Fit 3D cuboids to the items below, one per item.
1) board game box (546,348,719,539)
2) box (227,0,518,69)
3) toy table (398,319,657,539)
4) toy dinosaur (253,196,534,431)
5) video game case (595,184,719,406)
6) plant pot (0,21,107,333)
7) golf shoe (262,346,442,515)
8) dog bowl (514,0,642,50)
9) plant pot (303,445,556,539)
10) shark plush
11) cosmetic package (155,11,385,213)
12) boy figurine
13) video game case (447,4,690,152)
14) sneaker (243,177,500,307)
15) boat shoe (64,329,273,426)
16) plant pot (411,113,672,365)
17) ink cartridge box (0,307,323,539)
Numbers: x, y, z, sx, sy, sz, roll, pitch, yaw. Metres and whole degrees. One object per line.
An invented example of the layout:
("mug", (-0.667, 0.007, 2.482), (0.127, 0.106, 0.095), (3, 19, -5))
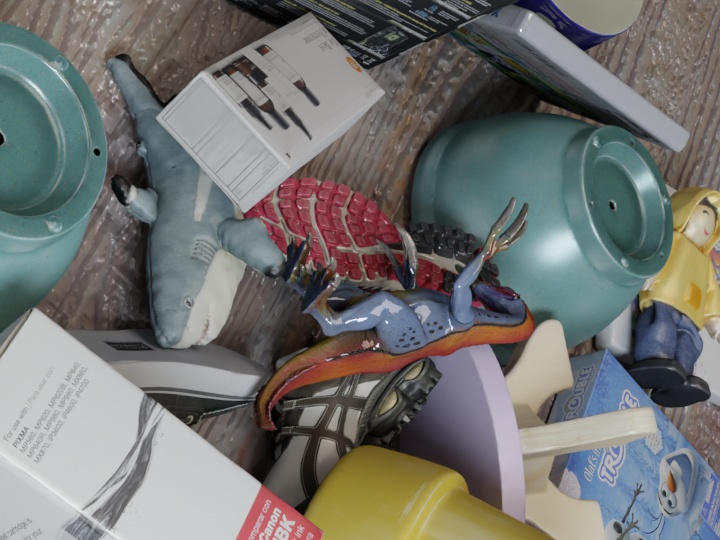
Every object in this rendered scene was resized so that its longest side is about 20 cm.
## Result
("board game box", (0.214, 0.202, 1.296), (0.199, 0.043, 0.200), (46, 48, -24))
("box", (-0.009, -0.217, 1.122), (0.200, 0.160, 0.044), (20, 62, -40))
("toy table", (0.108, 0.130, 1.130), (0.117, 0.184, 0.200), (0, 84, -29))
("toy dinosaur", (0.030, 0.034, 1.051), (0.181, 0.105, 0.200), (28, 86, -29))
("video game case", (0.280, 0.012, 1.447), (0.200, 0.024, 0.182), (24, 60, -40))
("plant pot", (-0.221, -0.056, 0.862), (0.200, 0.134, 0.200), (18, 65, -42))
("golf shoe", (-0.036, 0.108, 1.058), (0.094, 0.078, 0.200), (41, 51, 5))
("dog bowl", (0.156, -0.282, 1.380), (0.200, 0.079, 0.200), (18, 63, -41))
("plant pot", (0.062, 0.224, 0.964), (0.201, 0.189, 0.201), (13, 90, -72))
("shark plush", (-0.116, -0.050, 1.008), (0.083, 0.091, 0.200), (-6, 81, -40))
("cosmetic package", (-0.053, -0.110, 1.063), (0.083, 0.051, 0.200), (48, 26, -3))
("boy figurine", (0.279, 0.018, 1.383), (0.124, 0.064, 0.200), (36, 57, -29))
("video game case", (0.138, -0.165, 1.260), (0.200, 0.182, 0.022), (29, 92, -37))
("sneaker", (0.000, 0.000, 1.126), (0.200, 0.075, 0.081), (21, 48, -26))
("boat shoe", (-0.133, 0.072, 0.970), (0.200, 0.069, 0.057), (8, 106, -52))
("plant pot", (0.155, -0.036, 1.244), (0.200, 0.134, 0.200), (18, 64, -42))
("ink cartridge box", (-0.145, 0.130, 0.843), (0.200, 0.144, 0.084), (40, 48, -16))
